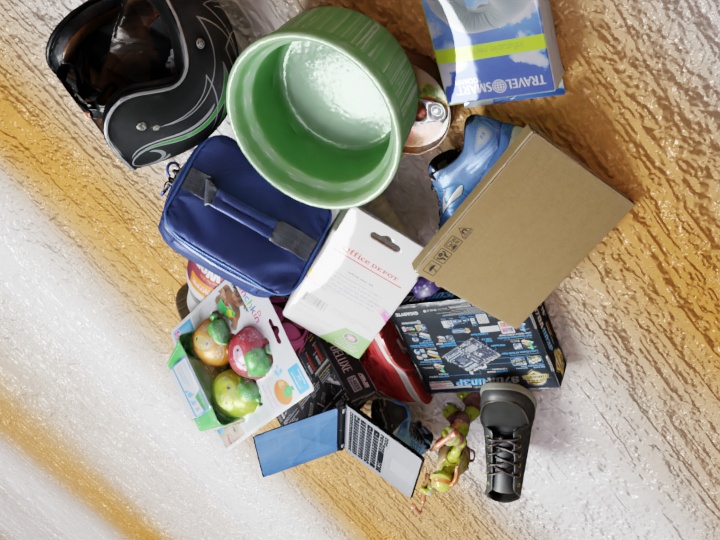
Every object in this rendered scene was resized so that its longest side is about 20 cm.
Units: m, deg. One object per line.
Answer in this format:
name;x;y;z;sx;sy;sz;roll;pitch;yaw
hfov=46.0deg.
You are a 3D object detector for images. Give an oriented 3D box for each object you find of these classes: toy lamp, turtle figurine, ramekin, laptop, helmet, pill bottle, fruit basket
toy lamp;0.039;-0.058;1.040;0.058;0.059;0.201;-17;120;37
turtle figurine;0.130;0.242;1.171;0.063;0.162;0.202;19;134;8
ramekin;-0.034;-0.176;0.896;0.197;0.098;0.202;15;133;16
laptop;-0.030;0.271;1.166;0.198;0.116;0.188;33;155;15
helmet;-0.226;-0.227;0.940;0.201;0.190;0.200;50;173;9
pill bottle;-0.177;-0.017;1.148;0.108;0.110;0.201;27;134;3
fruit basket;-0.165;0.116;1.096;0.199;0.093;0.187;-39;75;41

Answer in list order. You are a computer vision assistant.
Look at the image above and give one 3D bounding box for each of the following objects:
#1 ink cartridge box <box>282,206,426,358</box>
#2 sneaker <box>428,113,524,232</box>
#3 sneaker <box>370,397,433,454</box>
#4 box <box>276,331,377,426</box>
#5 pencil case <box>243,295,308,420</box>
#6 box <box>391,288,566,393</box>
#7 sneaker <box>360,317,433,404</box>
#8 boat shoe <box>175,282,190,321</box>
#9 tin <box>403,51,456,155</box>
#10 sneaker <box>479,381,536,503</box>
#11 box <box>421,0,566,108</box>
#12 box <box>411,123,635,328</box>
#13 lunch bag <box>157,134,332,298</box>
ink cartridge box;0.000;0.000;1.017;0.116;0.068;0.201;30;130;-7
sneaker;0.116;-0.092;0.966;0.088;0.079;0.202;30;127;10
sneaker;0.063;0.237;1.256;0.088;0.080;0.201;-9;152;-4
box;-0.072;0.162;1.236;0.159;0.049;0.201;59;139;21
pencil case;-0.139;0.125;1.201;0.093;0.091;0.202;31;129;6
box;0.151;0.086;1.110;0.197;0.046;0.160;-8;123;33
sneaker;0.017;0.116;1.185;0.114;0.079;0.202;-10;121;32
boat shoe;-0.223;0.112;1.244;0.071;0.203;0.068;-17;149;3
tin;0.012;-0.191;0.953;0.197;0.042;0.113;9;135;22
sneaker;0.197;0.233;1.134;0.073;0.108;0.201;1;145;18
box;0.127;-0.249;0.837;0.120;0.048;0.202;-1;126;29
box;0.177;-0.039;0.927;0.162;0.021;0.201;27;116;-26
lunch bag;-0.139;-0.064;0.980;0.198;0.138;0.132;30;168;-15
